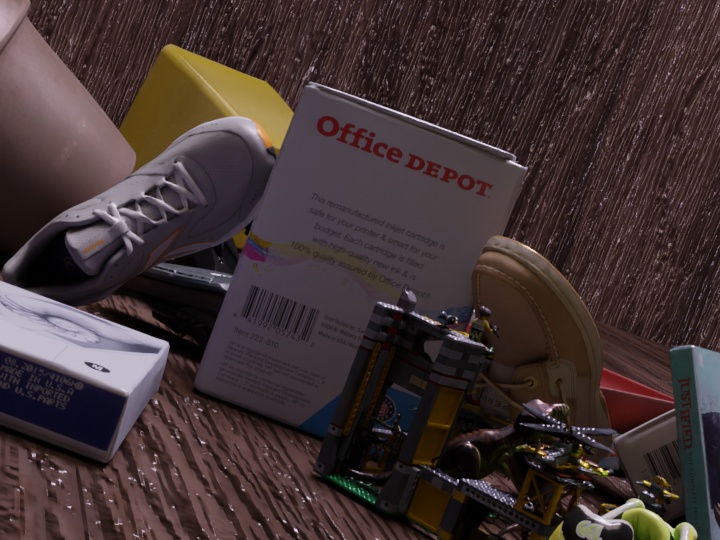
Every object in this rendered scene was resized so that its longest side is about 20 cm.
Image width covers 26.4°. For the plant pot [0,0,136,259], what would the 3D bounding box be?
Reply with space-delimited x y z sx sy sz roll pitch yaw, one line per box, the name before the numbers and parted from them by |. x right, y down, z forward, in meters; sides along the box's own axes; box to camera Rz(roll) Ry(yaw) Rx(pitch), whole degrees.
plant pot | -0.264 -0.095 1.129 0.174 0.200 0.200 37 0 -17

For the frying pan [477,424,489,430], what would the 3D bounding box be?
frying pan | 0.008 0.084 1.129 0.190 0.031 0.115 20 6 21

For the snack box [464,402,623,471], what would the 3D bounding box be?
snack box | 0.178 0.129 1.264 0.116 0.037 0.200 23 5 43

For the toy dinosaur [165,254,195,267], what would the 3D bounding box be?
toy dinosaur | -0.152 -0.013 1.224 0.200 0.077 0.102 16 19 -11

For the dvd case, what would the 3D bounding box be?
dvd case | 0.266 0.134 1.011 0.022 0.146 0.200 -15 -21 37

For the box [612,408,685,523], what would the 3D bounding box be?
box | 0.258 0.138 1.123 0.200 0.082 0.069 13 51 -64

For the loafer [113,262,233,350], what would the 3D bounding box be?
loafer | -0.090 0.035 1.055 0.200 0.063 0.072 11 2 27

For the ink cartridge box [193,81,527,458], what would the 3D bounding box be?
ink cartridge box | 0.000 0.000 0.956 0.144 0.200 0.085 21 5 -1

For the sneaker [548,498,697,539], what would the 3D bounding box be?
sneaker | 0.128 0.141 0.654 0.075 0.077 0.200 21 3 29

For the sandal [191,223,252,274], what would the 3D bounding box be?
sandal | -0.101 -0.020 1.182 0.075 0.045 0.200 41 16 -41

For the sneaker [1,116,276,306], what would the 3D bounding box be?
sneaker | -0.142 -0.028 0.987 0.076 0.200 0.092 57 17 -2

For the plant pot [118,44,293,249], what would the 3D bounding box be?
plant pot | -0.167 -0.126 1.867 0.176 0.200 0.200 39 14 35

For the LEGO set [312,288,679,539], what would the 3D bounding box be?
LEGO set | 0.080 0.086 0.821 0.154 0.116 0.200 17 6 -43

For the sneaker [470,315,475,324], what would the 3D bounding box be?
sneaker | 0.047 0.060 1.326 0.200 0.071 0.099 14 8 -12

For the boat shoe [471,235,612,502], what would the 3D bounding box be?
boat shoe | 0.102 0.068 0.924 0.074 0.069 0.200 23 -32 41

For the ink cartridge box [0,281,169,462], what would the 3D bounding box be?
ink cartridge box | -0.198 0.026 0.777 0.199 0.041 0.200 21 4 -3

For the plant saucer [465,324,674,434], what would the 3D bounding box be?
plant saucer | 0.107 0.074 1.145 0.199 0.037 0.200 14 6 -32
